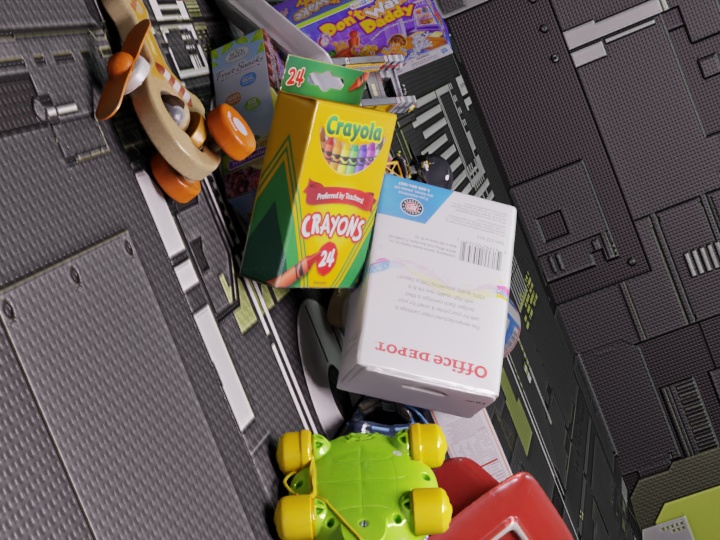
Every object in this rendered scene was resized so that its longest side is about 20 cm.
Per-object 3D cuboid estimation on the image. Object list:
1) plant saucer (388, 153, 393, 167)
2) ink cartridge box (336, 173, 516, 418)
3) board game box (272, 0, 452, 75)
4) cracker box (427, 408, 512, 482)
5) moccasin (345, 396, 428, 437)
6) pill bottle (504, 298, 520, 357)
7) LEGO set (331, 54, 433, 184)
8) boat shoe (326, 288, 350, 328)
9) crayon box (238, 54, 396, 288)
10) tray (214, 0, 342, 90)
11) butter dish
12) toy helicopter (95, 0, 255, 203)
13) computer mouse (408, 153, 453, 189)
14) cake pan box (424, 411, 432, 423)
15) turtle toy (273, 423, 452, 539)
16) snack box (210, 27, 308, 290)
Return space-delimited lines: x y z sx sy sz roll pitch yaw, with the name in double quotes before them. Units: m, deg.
"plant saucer" 0.026 -0.087 1.859 0.200 0.050 0.202 -21 90 -76
"ink cartridge box" 0.064 0.027 1.406 0.085 0.143 0.202 128 -27 -62
"board game box" -0.012 -0.266 1.649 0.135 0.198 0.045 52 23 -50
"cracker box" 0.103 0.150 1.544 0.134 0.057 0.201 -113 180 -62
"moccasin" 0.031 0.153 1.439 0.200 0.080 0.069 -40 132 -77
"pill bottle" 0.143 0.050 1.986 0.200 0.111 0.113 45 28 -61
"LEGO set" 0.007 -0.145 1.615 0.154 0.115 0.201 -51 -127 52
"boat shoe" 0.000 0.000 1.589 0.200 0.068 0.074 -77 165 -62
"crayon box" -0.034 -0.086 1.321 0.126 0.050 0.202 0 105 -54
"tray" -0.093 -0.244 1.493 0.200 0.022 0.107 42 -7 24
"butter dish" 0.075 0.248 1.358 0.148 0.199 0.200 50 -2 39
"toy helicopter" -0.174 -0.159 1.180 0.132 0.079 0.201 27 33 -58
"computer mouse" 0.034 -0.084 1.661 0.034 0.199 0.059 -7 79 -38
"cake pan box" 0.048 0.091 1.688 0.201 0.052 0.185 -91 159 -53
"turtle toy" 0.003 0.212 1.193 0.201 0.144 0.102 -91 178 -53
"snack box" -0.077 -0.109 1.448 0.169 0.067 0.201 53 22 -49
